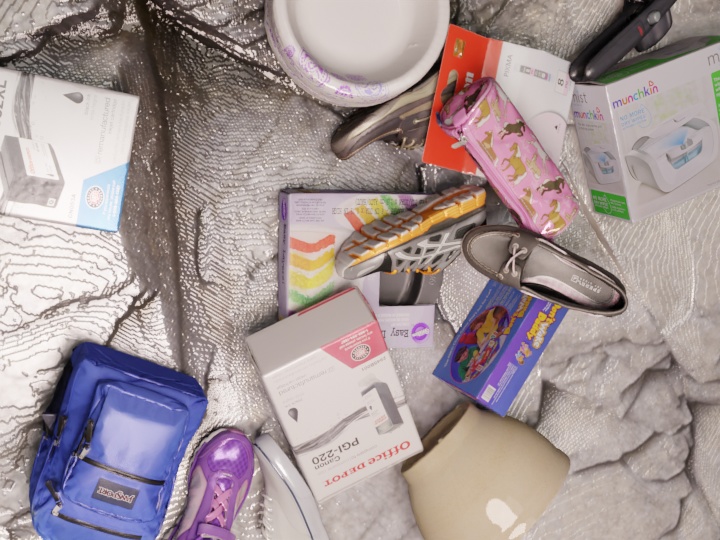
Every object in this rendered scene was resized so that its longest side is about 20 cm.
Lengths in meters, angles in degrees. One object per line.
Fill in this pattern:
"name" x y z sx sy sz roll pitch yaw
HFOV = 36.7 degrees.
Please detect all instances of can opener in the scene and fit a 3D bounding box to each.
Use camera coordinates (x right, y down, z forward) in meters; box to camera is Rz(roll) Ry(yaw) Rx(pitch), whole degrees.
"can opener" 0.329 -0.291 1.333 0.200 0.063 0.079 -41 107 -29

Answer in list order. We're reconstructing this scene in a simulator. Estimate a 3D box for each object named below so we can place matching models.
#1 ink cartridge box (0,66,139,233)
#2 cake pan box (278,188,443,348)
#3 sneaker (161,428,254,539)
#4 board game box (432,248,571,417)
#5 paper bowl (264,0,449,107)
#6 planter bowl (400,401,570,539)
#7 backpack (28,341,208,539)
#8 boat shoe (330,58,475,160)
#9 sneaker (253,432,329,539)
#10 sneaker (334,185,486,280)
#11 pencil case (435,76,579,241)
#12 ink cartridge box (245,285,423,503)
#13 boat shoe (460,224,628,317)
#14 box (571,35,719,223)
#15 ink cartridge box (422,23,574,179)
"ink cartridge box" -0.341 -0.128 1.120 0.197 0.084 0.148 9 94 -20
"cake pan box" 0.000 0.000 1.278 0.196 0.052 0.188 1 99 -20
"sneaker" -0.169 0.281 1.232 0.080 0.088 0.203 23 88 -19
"board game box" 0.179 0.064 1.305 0.044 0.134 0.202 34 85 -20
"paper bowl" -0.008 -0.282 1.200 0.197 0.104 0.205 1 88 -15
"planter bowl" 0.133 0.244 1.291 0.200 0.200 0.135 -44 91 -9
"backpack" -0.268 0.201 1.147 0.160 0.168 0.203 22 93 -14
"boat shoe" 0.058 -0.176 1.264 0.198 0.074 0.074 -32 106 -12
"sneaker" -0.088 0.285 1.262 0.070 0.073 0.203 -29 112 -17
"sneaker" 0.065 -0.028 1.234 0.197 0.078 0.078 -23 113 -15
"pencil case" 0.170 -0.121 1.232 0.086 0.083 0.200 -42 114 -1
"ink cartridge box" -0.027 0.143 1.232 0.144 0.085 0.202 -25 124 -7
"boat shoe" 0.209 -0.001 1.208 0.197 0.057 0.068 21 94 -5
"box" 0.379 -0.181 1.365 0.197 0.097 0.179 -21 108 -16
"ink cartridge box" 0.170 -0.186 1.281 0.198 0.057 0.166 8 95 -47
